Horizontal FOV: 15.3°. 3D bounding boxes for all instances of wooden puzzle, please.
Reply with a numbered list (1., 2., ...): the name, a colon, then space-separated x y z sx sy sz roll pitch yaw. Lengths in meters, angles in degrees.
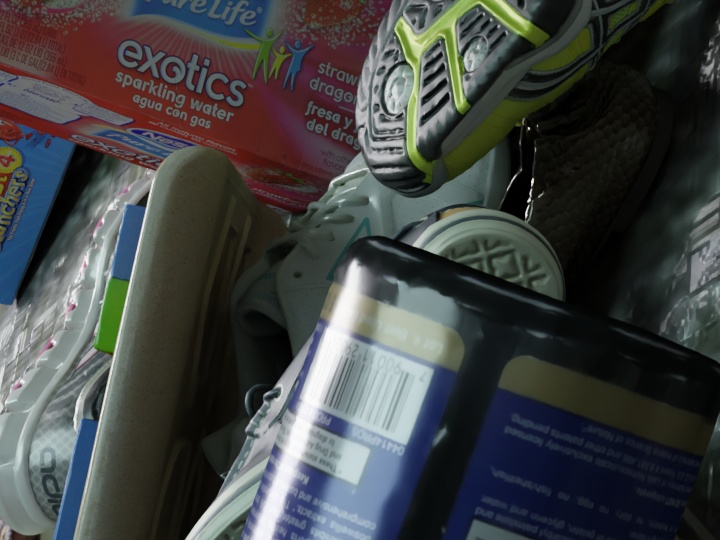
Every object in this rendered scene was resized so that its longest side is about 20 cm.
1. wooden puzzle: -0.077 0.052 1.014 0.200 0.046 0.186 39 -118 -81

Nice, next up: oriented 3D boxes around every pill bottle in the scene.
1. pill bottle: 0.016 0.100 0.724 0.112 0.112 0.200 21 91 67

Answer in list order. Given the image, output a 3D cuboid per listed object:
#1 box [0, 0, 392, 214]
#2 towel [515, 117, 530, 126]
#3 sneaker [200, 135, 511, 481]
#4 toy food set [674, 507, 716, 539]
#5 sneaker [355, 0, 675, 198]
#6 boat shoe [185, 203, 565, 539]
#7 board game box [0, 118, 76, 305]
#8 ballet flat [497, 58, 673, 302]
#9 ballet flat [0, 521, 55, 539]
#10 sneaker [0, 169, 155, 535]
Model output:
1. box: -0.085 -0.099 1.104 0.100 0.200 0.096 -7 67 64
2. towel: 0.086 -0.144 0.963 0.200 0.018 0.086 -60 24 -3
3. sneaker: 0.000 0.000 0.992 0.070 0.080 0.201 -24 48 61
4. toy food set: 0.040 0.141 0.808 0.200 0.060 0.144 -64 24 12
5. sneaker: 0.078 -0.099 0.875 0.200 0.076 0.075 -50 40 11
6. boat shoe: -0.003 0.062 0.876 0.200 0.075 0.062 -57 15 13
7. board game box: -0.195 -0.119 1.510 0.200 0.056 0.196 -103 32 -53
8. ballet flat: 0.045 0.019 0.917 0.200 0.046 0.067 -65 23 10
9. ballet flat: -0.128 0.139 1.160 0.200 0.069 0.071 -133 51 -68
10. sneaker: -0.081 0.032 1.152 0.087 0.074 0.200 4 50 31
